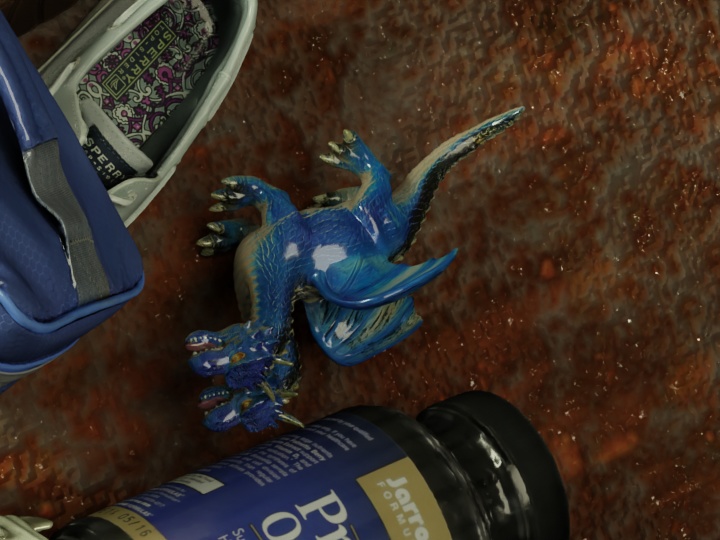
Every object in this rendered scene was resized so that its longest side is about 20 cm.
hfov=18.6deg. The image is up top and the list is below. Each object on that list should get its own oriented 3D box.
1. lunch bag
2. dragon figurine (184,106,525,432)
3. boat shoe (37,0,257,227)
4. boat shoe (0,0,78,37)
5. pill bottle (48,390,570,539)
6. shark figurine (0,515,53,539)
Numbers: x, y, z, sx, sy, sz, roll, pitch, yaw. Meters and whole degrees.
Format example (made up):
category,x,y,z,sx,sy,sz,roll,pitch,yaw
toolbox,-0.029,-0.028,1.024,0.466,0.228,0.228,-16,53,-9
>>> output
category,x,y,z,sx,sy,sz,roll,pitch,yaw
lunch bag,-0.171,-0.045,0.759,0.132,0.136,0.200,-29,90,14
dragon figurine,0.000,0.000,0.910,0.200,0.059,0.100,-20,62,-31
boat shoe,-0.110,-0.049,0.867,0.070,0.071,0.201,44,66,-20
boat shoe,-0.114,-0.157,0.888,0.202,0.075,0.075,-36,89,-35
pill bottle,-0.018,0.120,0.878,0.200,0.112,0.112,-21,95,-31
shark figurine,-0.146,0.123,0.782,0.128,0.214,0.090,16,92,-56
